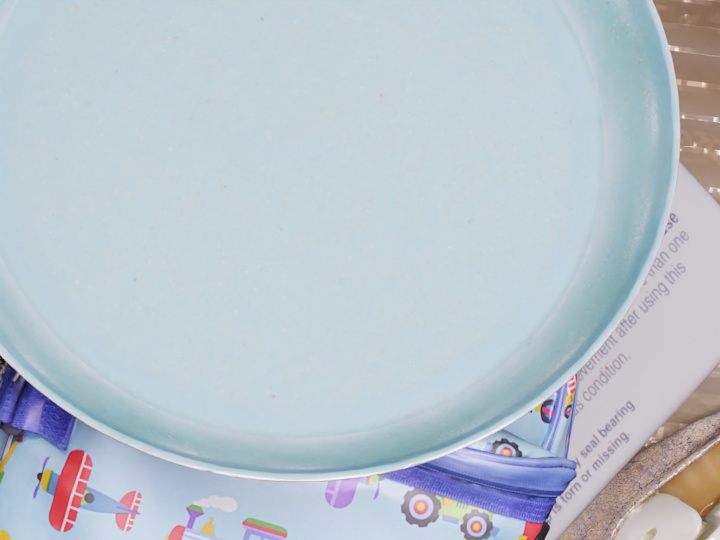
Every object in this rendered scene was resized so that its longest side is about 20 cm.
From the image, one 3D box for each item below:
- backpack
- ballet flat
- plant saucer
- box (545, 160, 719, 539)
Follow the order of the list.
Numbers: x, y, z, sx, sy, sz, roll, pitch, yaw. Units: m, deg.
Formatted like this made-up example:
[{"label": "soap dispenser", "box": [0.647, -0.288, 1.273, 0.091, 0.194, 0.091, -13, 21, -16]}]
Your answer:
[{"label": "backpack", "box": [-0.018, 0.032, 0.822, 0.183, 0.135, 0.200, 24, 95, -8]}, {"label": "ballet flat", "box": [0.135, 0.080, 1.022, 0.200, 0.067, 0.068, -43, 99, -3]}, {"label": "plant saucer", "box": [-0.018, -0.037, 0.759, 0.200, 0.027, 0.200, 1, 69, -4]}, {"label": "box", "box": [0.000, 0.000, 0.959, 0.184, 0.105, 0.200, -45, 101, -14]}]
